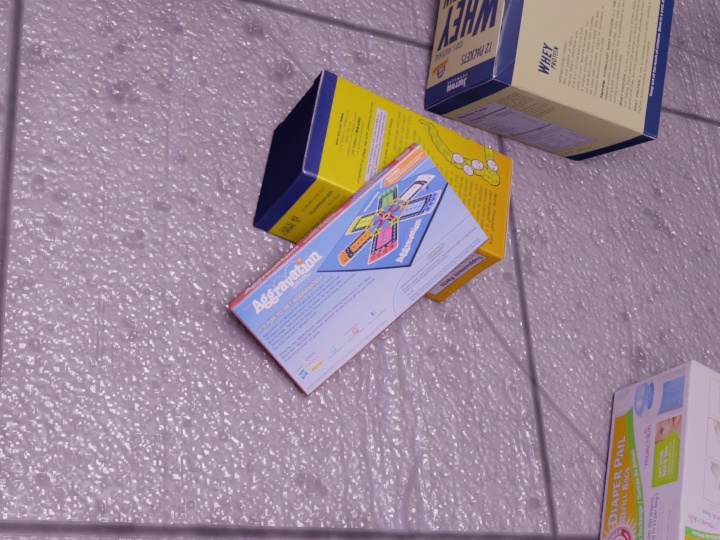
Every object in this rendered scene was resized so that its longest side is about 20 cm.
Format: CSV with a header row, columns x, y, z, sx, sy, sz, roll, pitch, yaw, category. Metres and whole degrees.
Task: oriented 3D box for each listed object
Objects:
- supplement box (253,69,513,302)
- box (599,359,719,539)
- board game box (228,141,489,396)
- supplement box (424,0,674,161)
x,y,z,sx,sy,sz,roll,pitch,yaw,category
0.022,-0.070,0.964,0.198,0.109,0.111,22,58,-20,supplement box
0.295,0.203,0.993,0.100,0.112,0.202,26,57,-19,box
0.000,0.000,0.887,0.199,0.019,0.103,-40,112,-1,board game box
0.192,-0.241,1.097,0.197,0.134,0.203,14,79,-24,supplement box
